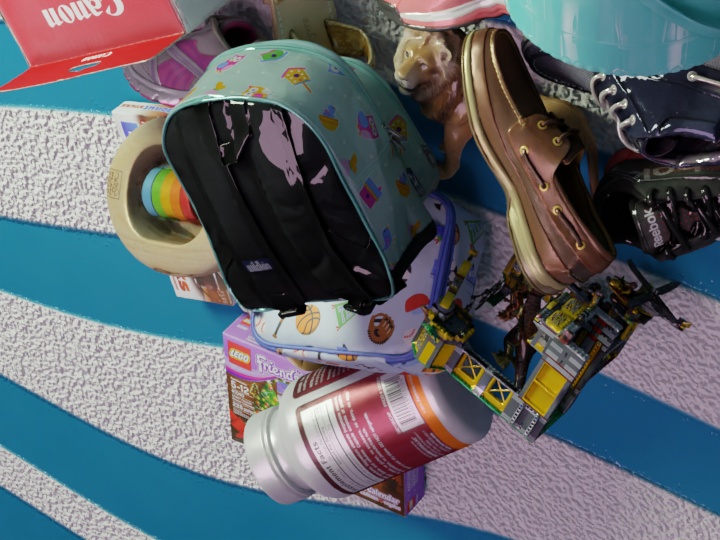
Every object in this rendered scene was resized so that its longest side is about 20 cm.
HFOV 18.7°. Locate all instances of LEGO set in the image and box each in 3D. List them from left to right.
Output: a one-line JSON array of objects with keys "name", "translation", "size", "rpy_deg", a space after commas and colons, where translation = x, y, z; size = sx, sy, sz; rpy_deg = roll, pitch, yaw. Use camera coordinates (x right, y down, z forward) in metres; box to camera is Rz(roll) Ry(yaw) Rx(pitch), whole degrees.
[{"name": "LEGO set", "translation": [0.145, 0.025, 1.663], "size": [0.154, 0.200, 0.116], "rpy_deg": [46, 134, 20]}]

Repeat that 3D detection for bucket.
[{"name": "bucket", "translation": [0.179, -0.233, 1.406], "size": [0.207, 0.207, 0.135], "rpy_deg": [25, 146, 23]}]

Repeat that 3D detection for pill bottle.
[{"name": "pill bottle", "translation": [0.004, 0.127, 1.875], "size": [0.200, 0.113, 0.113], "rpy_deg": [-25, 107, 25]}]

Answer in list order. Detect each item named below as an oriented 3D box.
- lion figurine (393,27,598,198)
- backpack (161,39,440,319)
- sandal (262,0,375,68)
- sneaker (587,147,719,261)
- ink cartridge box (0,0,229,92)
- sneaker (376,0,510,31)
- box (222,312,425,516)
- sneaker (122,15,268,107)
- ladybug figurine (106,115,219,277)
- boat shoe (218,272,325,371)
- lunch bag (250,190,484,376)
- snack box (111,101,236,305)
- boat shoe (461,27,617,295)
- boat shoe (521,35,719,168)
[{"name": "lion figurine", "translation": [0.116, -0.115, 1.671], "size": [0.199, 0.073, 0.123], "rpy_deg": [19, 128, 8]}, {"name": "backpack", "translation": [-0.047, -0.081, 1.657], "size": [0.175, 0.154, 0.200], "rpy_deg": [-2, 134, 39]}, {"name": "sandal", "translation": [-0.024, -0.168, 1.714], "size": [0.070, 0.077, 0.212], "rpy_deg": [28, 140, 61]}, {"name": "sneaker", "translation": [0.249, -0.048, 1.578], "size": [0.200, 0.098, 0.071], "rpy_deg": [0, 121, 39]}, {"name": "ink cartridge box", "translation": [-0.195, -0.228, 1.745], "size": [0.200, 0.176, 0.084], "rpy_deg": [-7, 118, 43]}, {"name": "sneaker", "translation": [0.097, -0.228, 1.591], "size": [0.200, 0.074, 0.087], "rpy_deg": [-3, 111, 34]}, {"name": "box", "translation": [-0.034, 0.132, 2.017], "size": [0.200, 0.039, 0.137], "rpy_deg": [21, 134, 26]}, {"name": "sneaker", "translation": [-0.119, -0.171, 1.812], "size": [0.200, 0.081, 0.089], "rpy_deg": [25, 102, 41]}, {"name": "ladybug figurine", "translation": [-0.139, -0.063, 1.846], "size": [0.200, 0.072, 0.136], "rpy_deg": [15, 99, 46]}, {"name": "boat shoe", "translation": [-0.089, 0.004, 1.935], "size": [0.200, 0.071, 0.069], "rpy_deg": [60, 169, 2]}, {"name": "lunch bag", "translation": [0.000, 0.000, 1.802], "size": [0.199, 0.075, 0.161], "rpy_deg": [7, 82, 35]}, {"name": "snack box", "translation": [-0.163, -0.060, 1.977], "size": [0.072, 0.024, 0.201], "rpy_deg": [9, 129, 37]}, {"name": "boat shoe", "translation": [0.132, -0.086, 1.587], "size": [0.067, 0.072, 0.201], "rpy_deg": [-20, 89, 31]}, {"name": "boat shoe", "translation": [0.190, -0.127, 1.550], "size": [0.199, 0.093, 0.075], "rpy_deg": [6, 154, 37]}]
